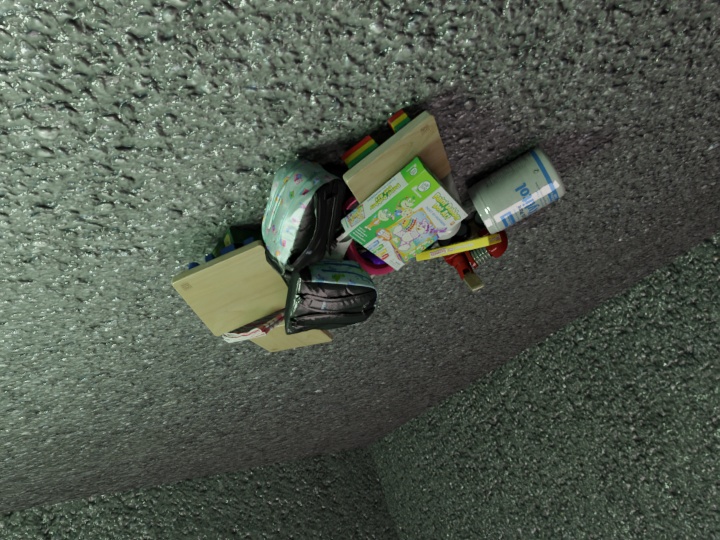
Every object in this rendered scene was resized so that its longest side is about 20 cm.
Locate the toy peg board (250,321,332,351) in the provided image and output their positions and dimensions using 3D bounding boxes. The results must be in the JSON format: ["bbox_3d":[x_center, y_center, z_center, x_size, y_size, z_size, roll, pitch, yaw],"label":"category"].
[{"bbox_3d":[-0.204,0.141,1.607,0.196,0.099,0.200,-12,155,13],"label":"toy peg board"}]

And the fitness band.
[{"bbox_3d":[0.027,-0.084,1.276,0.141,0.038,0.203,-12,115,12],"label":"fitness band"}]

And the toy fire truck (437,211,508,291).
[{"bbox_3d":[0.313,-0.040,1.527,0.175,0.202,0.128,-31,153,19],"label":"toy fire truck"}]

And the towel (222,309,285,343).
[{"bbox_3d":[-0.209,0.100,1.326,0.145,0.030,0.200,-15,-164,40],"label":"towel"}]

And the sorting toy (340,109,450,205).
[{"bbox_3d":[0.066,-0.208,1.138,0.199,0.070,0.199,-38,151,2],"label":"sorting toy"}]

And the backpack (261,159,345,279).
[{"bbox_3d":[-0.110,-0.106,1.103,0.167,0.125,0.202,-39,154,-52],"label":"backpack"}]

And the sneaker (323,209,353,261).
[{"bbox_3d":[-0.053,-0.060,1.257,0.079,0.075,0.199,27,134,-30],"label":"sneaker"}]

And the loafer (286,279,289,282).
[{"bbox_3d":[-0.154,0.016,1.420,0.197,0.071,0.070,-19,178,19],"label":"loafer"}]

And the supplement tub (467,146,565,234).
[{"bbox_3d":[0.371,-0.189,1.370,0.198,0.133,0.132,-31,153,16],"label":"supplement tub"}]

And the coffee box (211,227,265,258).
[{"bbox_3d":[-0.231,-0.037,1.290,0.198,0.044,0.123,2,145,-41],"label":"coffee box"}]

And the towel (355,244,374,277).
[{"bbox_3d":[-0.004,-0.004,1.540,0.131,0.035,0.200,-3,148,-33],"label":"towel"}]

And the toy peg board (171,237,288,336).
[{"bbox_3d":[-0.269,0.015,1.228,0.197,0.099,0.200,-23,138,1],"label":"toy peg board"}]

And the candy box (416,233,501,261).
[{"bbox_3d":[0.247,-0.058,1.455,0.197,0.027,0.102,-13,-177,31],"label":"candy box"}]

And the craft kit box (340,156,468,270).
[{"bbox_3d":[0.093,-0.106,1.158,0.197,0.049,0.199,-41,142,15],"label":"craft kit box"}]

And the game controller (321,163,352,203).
[{"bbox_3d":[-0.087,-0.148,1.211,0.103,0.043,0.200,16,136,-31],"label":"game controller"}]

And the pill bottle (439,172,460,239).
[{"bbox_3d":[0.171,-0.150,1.306,0.113,0.116,0.200,-26,154,8],"label":"pill bottle"}]

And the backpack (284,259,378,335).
[{"bbox_3d":[-0.059,0.051,1.232,0.196,0.155,0.165,6,123,-14],"label":"backpack"}]

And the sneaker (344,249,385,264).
[{"bbox_3d":[0.000,0.001,1.385,0.198,0.100,0.070,-15,118,39],"label":"sneaker"}]
